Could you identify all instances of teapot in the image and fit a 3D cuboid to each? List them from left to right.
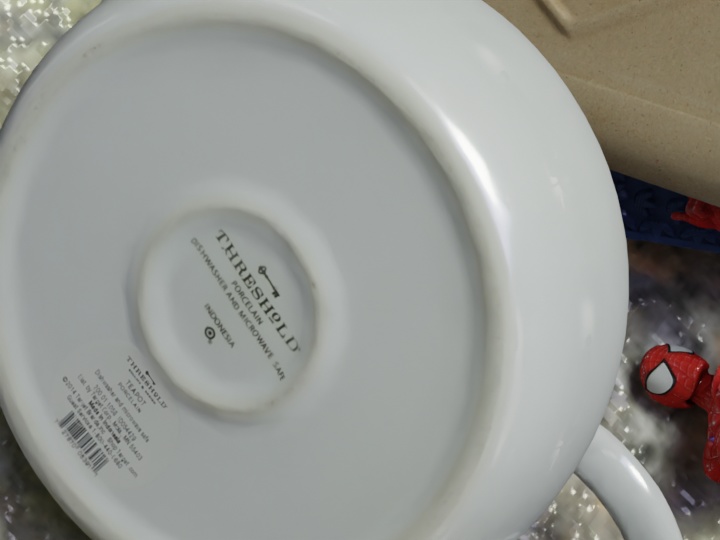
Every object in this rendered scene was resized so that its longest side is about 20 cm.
[{"bbox_3d":[0.000,0.000,0.770,0.146,0.196,0.202,-20,116,-61],"label":"teapot"}]

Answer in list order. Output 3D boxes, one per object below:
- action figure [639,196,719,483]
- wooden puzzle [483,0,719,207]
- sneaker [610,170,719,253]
[{"bbox_3d":[0.144,0.028,0.789,0.099,0.199,0.065,48,65,-31],"label":"action figure"},{"bbox_3d":[0.118,-0.118,0.783,0.046,0.184,0.201,-12,118,-55],"label":"wooden puzzle"},{"bbox_3d":[0.158,-0.034,0.861,0.199,0.070,0.078,19,51,4],"label":"sneaker"}]
